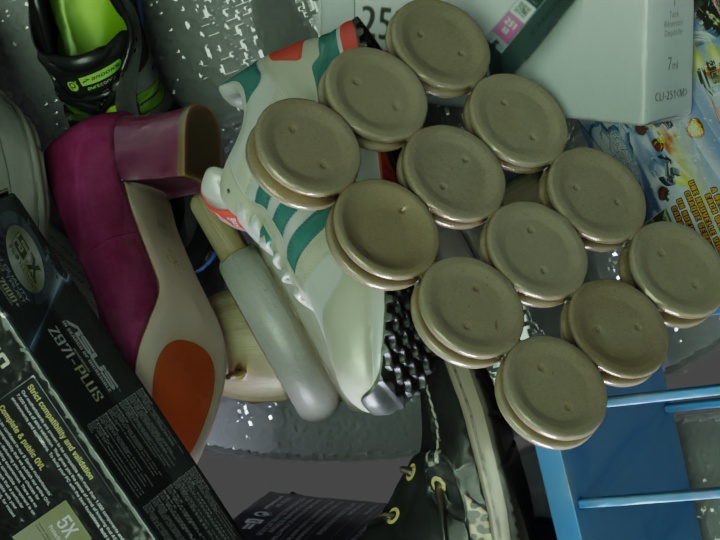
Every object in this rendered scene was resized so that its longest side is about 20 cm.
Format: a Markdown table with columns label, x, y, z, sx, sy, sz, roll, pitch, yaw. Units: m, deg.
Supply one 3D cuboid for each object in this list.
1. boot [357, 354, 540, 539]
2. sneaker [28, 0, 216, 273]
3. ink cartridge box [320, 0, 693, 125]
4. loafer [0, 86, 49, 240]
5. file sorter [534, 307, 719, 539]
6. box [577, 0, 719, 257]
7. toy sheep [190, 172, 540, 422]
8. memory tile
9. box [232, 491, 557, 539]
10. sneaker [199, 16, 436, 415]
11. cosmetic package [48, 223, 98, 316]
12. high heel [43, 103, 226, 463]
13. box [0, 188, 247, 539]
| label | x | y | z | sx | sy | sz | roll | pitch | yaw |
| --- | --- | --- | --- | --- | --- | --- | --- | --- | --- |
| boot | 0.005 | 0.127 | 1.207 | 0.150 | 0.073 | 0.201 | -15 | 85 | 9 |
| sneaker | -0.129 | -0.089 | 1.327 | 0.070 | 0.083 | 0.201 | -18 | 93 | 18 |
| ink cartridge box | 0.067 | -0.164 | 1.238 | 0.199 | 0.043 | 0.175 | 9 | 104 | 40 |
| loafer | -0.206 | -0.068 | 1.310 | 0.200 | 0.069 | 0.070 | -122 | 33 | -43 |
| file sorter | 0.175 | 0.124 | 1.217 | 0.122 | 0.139 | 0.201 | -7 | 104 | 28 |
| box | 0.159 | -0.103 | 1.225 | 0.137 | 0.040 | 0.201 | -28 | 79 | 38 |
| toy sheep | 0.000 | 0.000 | 1.282 | 0.199 | 0.138 | 0.138 | -30 | 89 | 1 |
| memory tile | 0.057 | -0.023 | 1.155 | 0.200 | 0.153 | 0.017 | 44 | 141 | 5 |
| box | 0.028 | 0.226 | 1.310 | 0.195 | 0.124 | 0.201 | 3 | 99 | 14 |
| sneaker | -0.022 | -0.018 | 1.194 | 0.093 | 0.070 | 0.201 | -15 | 60 | 16 |
| cosmetic package | -0.202 | 0.078 | 1.312 | 0.165 | 0.200 | 0.165 | 40 | 107 | 7 |
| high heel | -0.116 | 0.019 | 1.247 | 0.096 | 0.067 | 0.201 | -10 | 62 | 33 |
| box | -0.174 | 0.094 | 1.155 | 0.163 | 0.086 | 0.201 | -35 | 90 | 17 |
